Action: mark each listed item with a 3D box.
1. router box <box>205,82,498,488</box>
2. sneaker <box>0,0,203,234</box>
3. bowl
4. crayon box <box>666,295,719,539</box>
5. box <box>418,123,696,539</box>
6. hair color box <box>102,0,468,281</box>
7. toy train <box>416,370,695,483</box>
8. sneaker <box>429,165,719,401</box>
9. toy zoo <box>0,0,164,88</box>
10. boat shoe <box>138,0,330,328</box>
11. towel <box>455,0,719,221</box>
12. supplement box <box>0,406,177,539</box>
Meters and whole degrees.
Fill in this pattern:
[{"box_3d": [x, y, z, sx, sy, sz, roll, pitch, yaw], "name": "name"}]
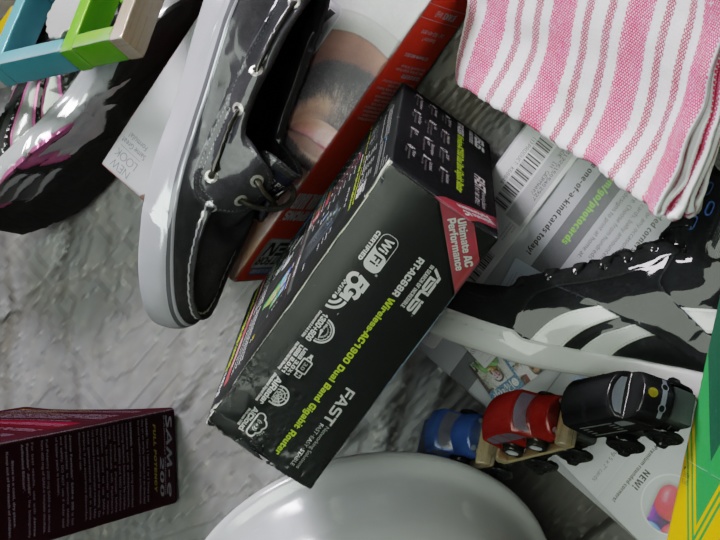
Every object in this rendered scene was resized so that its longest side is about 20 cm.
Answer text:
[{"box_3d": [0.000, 0.000, 0.857, 0.062, 0.200, 0.150, 35, 106, -7], "name": "router box"}, {"box_3d": [-0.170, -0.108, 1.012, 0.200, 0.080, 0.086, -44, 62, 10], "name": "sneaker"}, {"box_3d": [0.011, 0.197, 0.858, 0.200, 0.090, 0.202, -5, 121, -9], "name": "bowl"}, {"box_3d": [0.249, 0.073, 0.772, 0.199, 0.058, 0.173, 10, 97, -17], "name": "crayon box"}, {"box_3d": [0.133, 0.028, 0.890, 0.200, 0.041, 0.156, 41, 106, 19], "name": "box"}, {"box_3d": [-0.040, -0.105, 0.952, 0.111, 0.064, 0.200, 40, 107, 17], "name": "hair color box"}, {"box_3d": [0.084, 0.077, 0.837, 0.200, 0.046, 0.034, -23, 48, 57], "name": "toy train"}, {"box_3d": [0.133, -0.002, 0.835, 0.199, 0.073, 0.112, 12, 92, 15], "name": "sneaker"}, {"box_3d": [-0.181, -0.164, 0.985, 0.200, 0.020, 0.132, -5, 58, 38], "name": "toy zoo"}, {"box_3d": [-0.059, -0.062, 0.896, 0.066, 0.070, 0.201, 16, 90, 22], "name": "boat shoe"}, {"box_3d": [0.106, -0.125, 0.817, 0.200, 0.030, 0.147, 40, 131, 49], "name": "towel"}, {"box_3d": [-0.195, 0.113, 0.947, 0.108, 0.200, 0.061, -2, 91, 24], "name": "supplement box"}]
